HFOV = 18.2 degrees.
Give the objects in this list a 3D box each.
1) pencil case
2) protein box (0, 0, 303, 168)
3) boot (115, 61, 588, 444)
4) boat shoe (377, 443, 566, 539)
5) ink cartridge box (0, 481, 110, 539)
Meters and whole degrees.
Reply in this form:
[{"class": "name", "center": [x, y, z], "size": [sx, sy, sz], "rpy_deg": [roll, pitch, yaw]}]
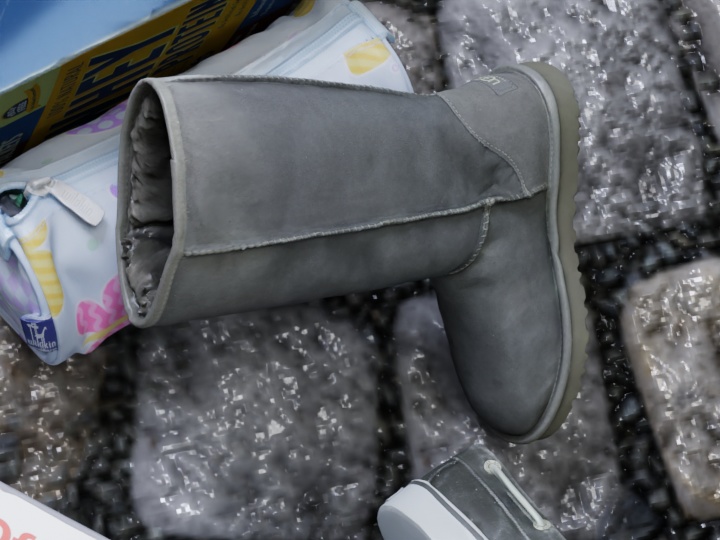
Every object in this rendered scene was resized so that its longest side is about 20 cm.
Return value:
[{"class": "pencil case", "center": [-0.073, -0.043, 0.941], "size": [0.200, 0.091, 0.083], "rpy_deg": [-30, 50, -23]}, {"class": "protein box", "center": [-0.140, -0.169, 0.929], "size": [0.198, 0.135, 0.200], "rpy_deg": [-30, 86, -22]}, {"class": "boot", "center": [-0.001, 0.001, 0.914], "size": [0.200, 0.073, 0.182], "rpy_deg": [-14, 105, -39]}, {"class": "boat shoe", "center": [0.093, 0.151, 0.926], "size": [0.064, 0.071, 0.200], "rpy_deg": [-33, 66, -21]}, {"class": "ink cartridge box", "center": [-0.140, 0.198, 0.862], "size": [0.146, 0.086, 0.200], "rpy_deg": [29, 71, -8]}]
